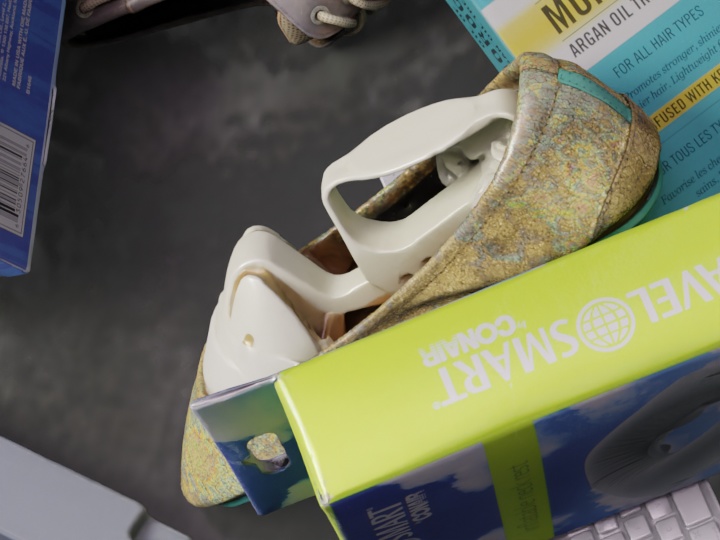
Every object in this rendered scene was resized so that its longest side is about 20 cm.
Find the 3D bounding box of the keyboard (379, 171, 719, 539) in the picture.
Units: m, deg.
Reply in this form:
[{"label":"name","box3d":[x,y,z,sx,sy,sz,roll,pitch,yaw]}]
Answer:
[{"label":"keyboard","box3d":[0.066,0.037,0.799,0.056,0.011,0.200,-24,66,3]}]

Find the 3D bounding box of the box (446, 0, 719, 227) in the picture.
[{"label":"box","box3d":[0.073,-0.095,0.783,0.082,0.049,0.200,-37,92,-3]}]

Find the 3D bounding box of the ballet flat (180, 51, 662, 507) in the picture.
[{"label":"ballet flat","box3d":[0.000,0.000,0.761,0.200,0.071,0.071,-36,63,27]}]

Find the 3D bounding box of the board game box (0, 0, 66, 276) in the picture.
[{"label":"board game box","box3d":[-0.185,-0.085,0.849,0.199,0.043,0.200,-10,66,35]}]

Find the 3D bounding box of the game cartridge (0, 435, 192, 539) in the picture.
[{"label":"game cartridge","box3d":[-0.156,0.134,0.768,0.133,0.042,0.200,22,56,20]}]

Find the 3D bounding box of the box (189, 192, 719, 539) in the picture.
[{"label":"box","box3d":[0.060,0.037,0.729,0.200,0.122,0.048,-22,68,-1]}]

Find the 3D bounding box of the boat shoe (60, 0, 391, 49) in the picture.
[{"label":"boat shoe","box3d":[-0.017,-0.111,0.850,0.200,0.074,0.073,-6,86,13]}]
